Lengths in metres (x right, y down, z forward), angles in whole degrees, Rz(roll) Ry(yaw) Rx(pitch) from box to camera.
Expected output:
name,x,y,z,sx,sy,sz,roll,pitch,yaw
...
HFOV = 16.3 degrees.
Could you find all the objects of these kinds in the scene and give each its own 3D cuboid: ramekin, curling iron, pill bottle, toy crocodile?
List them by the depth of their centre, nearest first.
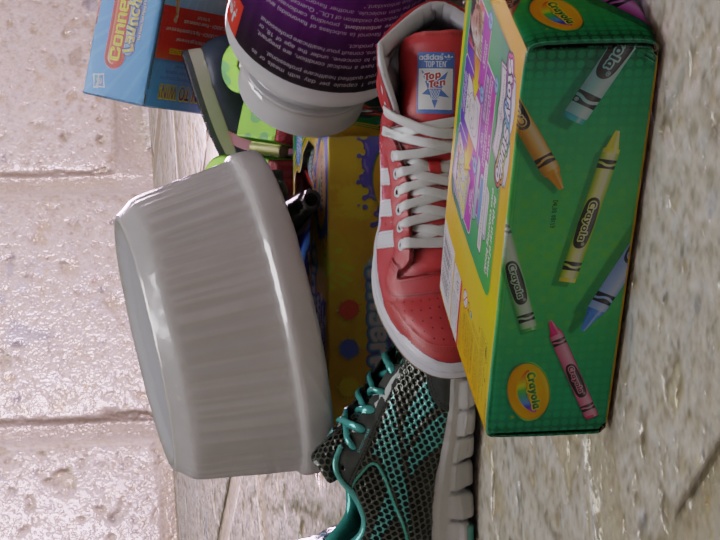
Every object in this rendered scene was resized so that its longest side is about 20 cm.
name,x,y,z,sx,sy,sz,roll,pitch,yaw
pill bottle,-0.013,-0.172,1.428,0.200,0.112,0.113,110,158,-45
ramekin,-0.086,0.034,1.516,0.202,0.094,0.203,167,90,-81
curling iron,-0.051,-0.040,1.580,0.200,0.025,0.050,-175,83,-81
toy crocodile,-0.058,-0.094,1.702,0.062,0.067,0.200,13,95,40

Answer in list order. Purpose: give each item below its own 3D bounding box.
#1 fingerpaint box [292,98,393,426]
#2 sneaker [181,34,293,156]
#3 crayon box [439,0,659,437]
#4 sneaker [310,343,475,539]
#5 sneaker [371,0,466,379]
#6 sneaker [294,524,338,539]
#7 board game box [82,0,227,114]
name,x,y,z,sx,sy,sz,roll,pitch,yaw
fingerpaint box,0.000,0.000,1.583,0.167,0.073,0.201,-127,36,-75
sneaker,-0.059,-0.089,1.802,0.070,0.082,0.200,-114,1,-47
crayon box,0.079,-0.041,1.111,0.119,0.058,0.200,-105,16,-55
sneaker,0.017,0.093,1.432,0.078,0.091,0.201,-130,39,-75
sneaker,0.041,-0.050,1.316,0.113,0.071,0.200,95,172,-53
sneaker,-0.010,0.220,1.617,0.200,0.095,0.080,-131,39,-76
board game box,-0.108,-0.213,1.835,0.200,0.056,0.196,3,-80,-61
